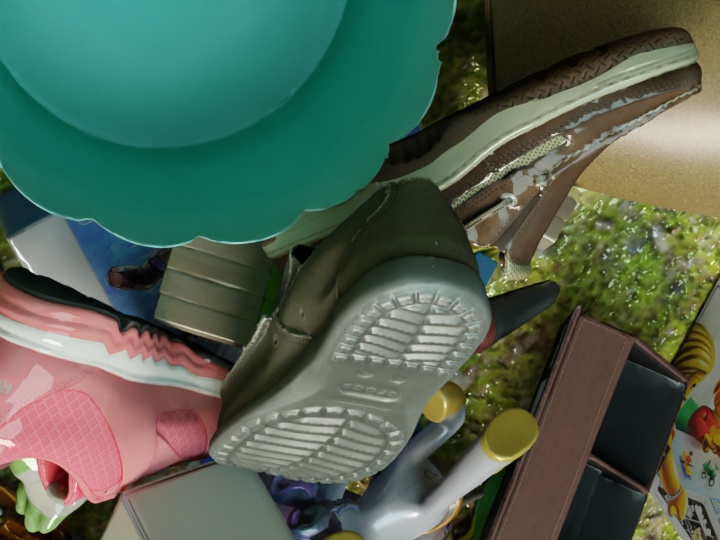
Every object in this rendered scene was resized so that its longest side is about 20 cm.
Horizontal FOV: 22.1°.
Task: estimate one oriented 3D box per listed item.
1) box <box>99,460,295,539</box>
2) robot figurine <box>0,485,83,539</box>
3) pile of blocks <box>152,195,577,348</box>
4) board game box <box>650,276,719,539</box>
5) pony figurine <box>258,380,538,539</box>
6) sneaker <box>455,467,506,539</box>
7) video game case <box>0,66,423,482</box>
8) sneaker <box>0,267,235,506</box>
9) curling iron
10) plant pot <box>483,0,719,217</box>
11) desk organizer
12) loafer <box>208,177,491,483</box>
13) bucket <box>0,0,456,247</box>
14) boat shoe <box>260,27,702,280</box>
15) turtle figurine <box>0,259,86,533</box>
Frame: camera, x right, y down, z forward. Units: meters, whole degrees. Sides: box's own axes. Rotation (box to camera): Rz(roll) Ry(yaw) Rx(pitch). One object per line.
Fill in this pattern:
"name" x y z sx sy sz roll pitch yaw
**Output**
"box" -0.093 0.174 0.868 0.068 0.082 0.200 -16 154 -34
"robot figurine" -0.220 0.157 0.929 0.200 0.058 0.145 35 103 -33
"pile of blocks" 0.000 0.000 0.851 0.198 0.062 0.083 -8 82 -10
"board game box" 0.217 0.106 0.967 0.034 0.200 0.127 13 115 -25
"pony figurine" -0.004 0.140 0.928 0.192 0.167 0.200 -33 163 -17
"sneaker" 0.093 0.171 1.033 0.078 0.085 0.200 35 103 -32
"video game case" -0.049 -0.001 0.904 0.199 0.046 0.182 -27 126 -3
"sneaker" -0.108 0.064 0.816 0.200 0.073 0.087 29 85 -54
"curling iron" 0.047 0.031 0.882 0.049 0.200 0.026 -36 85 35
"plant pot" 0.159 -0.104 0.852 0.198 0.187 0.187 -3 122 2
"desk organizer" 0.108 0.129 0.953 0.077 0.072 0.201 21 81 3
"loafer" -0.004 0.029 0.749 0.075 0.070 0.200 15 147 -22
"bucket" -0.071 -0.118 0.747 0.206 0.135 0.209 -3 107 -11
"boat shoe" 0.057 -0.033 0.780 0.201 0.075 0.075 -24 96 18
"turtle figurine" -0.219 0.055 0.816 0.194 0.143 0.201 44 64 -44
